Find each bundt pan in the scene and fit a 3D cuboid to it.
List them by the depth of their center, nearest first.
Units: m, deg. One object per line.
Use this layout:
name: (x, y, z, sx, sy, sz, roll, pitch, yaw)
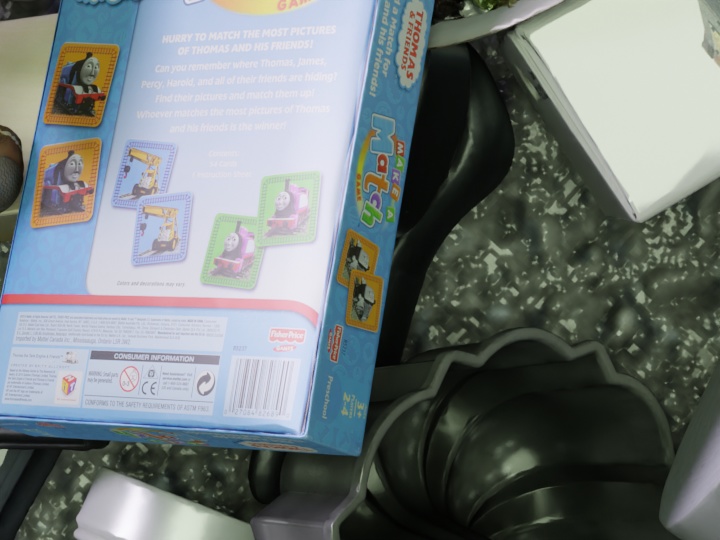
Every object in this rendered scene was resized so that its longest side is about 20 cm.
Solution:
bundt pan: (0.035, 0.119, 0.912, 0.202, 0.076, 0.202, -2, 94, -42)

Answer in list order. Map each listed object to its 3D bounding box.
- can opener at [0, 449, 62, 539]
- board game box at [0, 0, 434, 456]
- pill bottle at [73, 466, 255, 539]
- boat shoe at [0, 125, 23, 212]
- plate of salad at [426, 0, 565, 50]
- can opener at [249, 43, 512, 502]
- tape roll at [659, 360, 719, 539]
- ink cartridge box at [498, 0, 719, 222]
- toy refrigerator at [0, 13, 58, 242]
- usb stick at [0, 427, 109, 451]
can opener: (-0.148, 0.084, 0.965, 0.079, 0.063, 0.200, 31, 92, 3)
board game box: (-0.052, -0.040, 0.860, 0.151, 0.037, 0.200, 1, 76, 38)
pill bottle: (-0.097, 0.182, 0.935, 0.112, 0.112, 0.200, 21, 83, 2)
boat shoe: (-0.216, -0.070, 0.900, 0.200, 0.076, 0.072, 15, 70, 1)
plate of salad: (0.054, -0.159, 0.900, 0.200, 0.200, 0.048, -37, 126, 2)
can opener: (0.000, 0.000, 0.954, 0.063, 0.079, 0.200, 32, 107, 42)
tape roll: (0.183, 0.020, 0.870, 0.066, 0.200, 0.201, 30, 92, 0)
ink cartridge box: (0.157, -0.102, 0.909, 0.200, 0.145, 0.084, -31, 91, 2)
toy refrigerator: (-0.135, -0.053, 0.963, 0.199, 0.070, 0.076, -8, 83, 2)
usb stick: (-0.178, 0.041, 0.948, 0.200, 0.033, 0.056, -1, 75, 23)
